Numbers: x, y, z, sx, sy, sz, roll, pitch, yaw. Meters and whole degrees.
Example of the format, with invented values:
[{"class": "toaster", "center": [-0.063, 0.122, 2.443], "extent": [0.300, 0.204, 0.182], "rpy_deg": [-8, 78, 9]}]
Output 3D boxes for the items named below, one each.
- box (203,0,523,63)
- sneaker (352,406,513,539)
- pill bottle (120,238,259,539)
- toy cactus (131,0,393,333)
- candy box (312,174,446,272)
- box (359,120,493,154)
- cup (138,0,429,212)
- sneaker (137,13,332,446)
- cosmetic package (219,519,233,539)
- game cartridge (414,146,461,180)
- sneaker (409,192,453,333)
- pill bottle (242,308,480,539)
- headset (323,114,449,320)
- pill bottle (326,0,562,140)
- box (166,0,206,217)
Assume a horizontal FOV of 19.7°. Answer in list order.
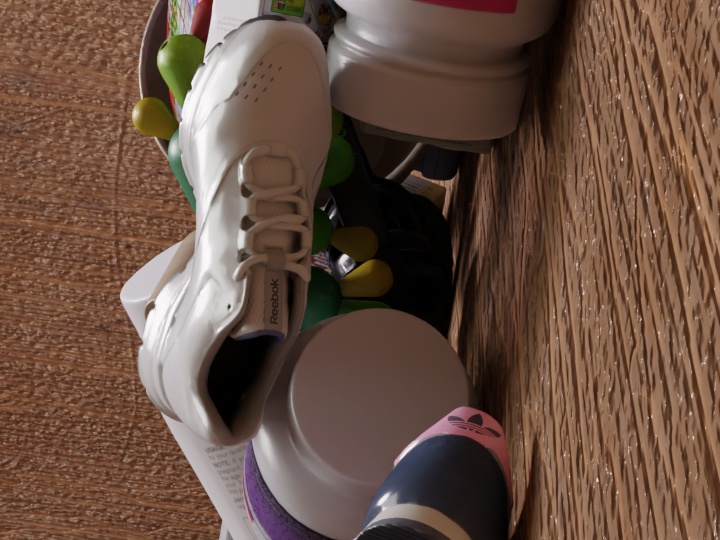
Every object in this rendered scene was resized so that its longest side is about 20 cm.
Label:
[{"class": "box", "center": [0.010, -0.134, 1.036], "extent": [0.199, 0.035, 0.111], "rpy_deg": [3, -81, -48]}, {"class": "sneaker", "center": [0.028, 0.137, 0.860], "extent": [0.201, 0.070, 0.082], "rpy_deg": [106, -170, -51]}, {"class": "pill bottle", "center": [-0.051, 0.077, 1.186], "extent": [0.201, 0.114, 0.114], "rpy_deg": [62, -170, -16]}, {"class": "toy cactus", "center": [-0.061, -0.023, 1.050], "extent": [0.165, 0.102, 0.201], "rpy_deg": [-50, -58, -42]}, {"class": "candy box", "center": [-0.011, 0.026, 1.413], "extent": [0.200, 0.055, 0.116], "rpy_deg": [-47, -28, -49]}, {"class": "box", "center": [0.054, -0.173, 1.168], "extent": [0.069, 0.081, 0.201], "rpy_deg": [-85, 6, -64]}, {"class": "cup", "center": [-0.037, -0.113, 1.370], "extent": [0.143, 0.199, 0.202], "rpy_deg": [73, -154, -75]}, {"class": "sneaker", "center": [-0.044, -0.014, 0.932], "extent": [0.087, 0.074, 0.202], "rpy_deg": [-139, 56, -62]}, {"class": "cosmetic package", "center": [-0.039, 0.196, 1.449], "extent": [0.200, 0.122, 0.201], "rpy_deg": [-83, 2, -57]}, {"class": "game cartridge", "center": [0.062, -0.152, 1.473], "extent": [0.200, 0.040, 0.134], "rpy_deg": [-88, 4, -72]}, {"class": "sneaker", "center": [0.012, 0.048, 1.327], "extent": [0.077, 0.075, 0.202], "rpy_deg": [-131, 51, -82]}, {"class": "pill bottle", "center": [0.000, 0.086, 1.017], "extent": [0.200, 0.110, 0.112], "rpy_deg": [106, 173, -72]}, {"class": "headset", "center": [0.000, 0.000, 1.229], "extent": [0.124, 0.093, 0.201], "rpy_deg": [-107, -5, -59]}, {"class": "pill bottle", "center": [0.044, -0.169, 0.942], "extent": [0.113, 0.112, 0.202], "rpy_deg": [-86, 5, -70]}, {"class": "box", "center": [-0.082, -0.136, 1.184], "extent": [0.200, 0.039, 0.138], "rpy_deg": [-109, 23, -60]}]
